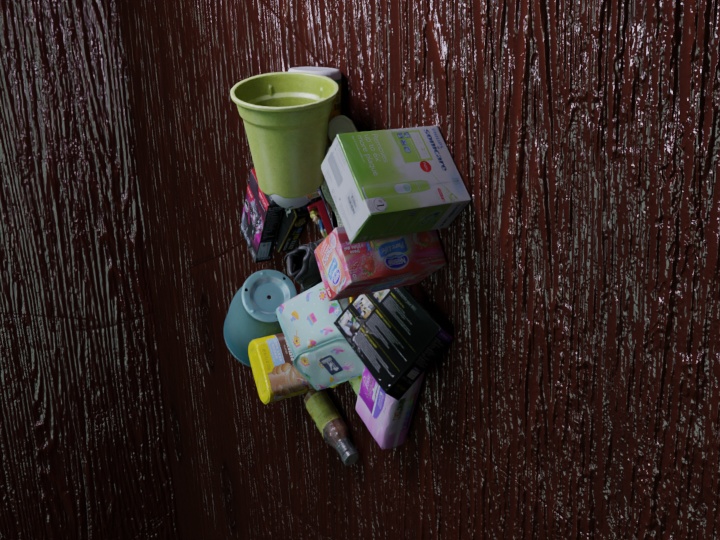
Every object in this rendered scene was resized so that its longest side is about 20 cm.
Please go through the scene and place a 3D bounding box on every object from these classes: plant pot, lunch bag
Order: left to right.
[{"bbox_3d":[-0.224,0.104,1.639,0.204,0.195,0.189,66,156,23],"label":"plant pot"},{"bbox_3d":[-0.134,-0.246,1.278,0.200,0.196,0.189,41,142,47],"label":"plant pot"},{"bbox_3d":[-0.063,0.136,1.430,0.168,0.121,0.205,-25,80,30],"label":"lunch bag"}]

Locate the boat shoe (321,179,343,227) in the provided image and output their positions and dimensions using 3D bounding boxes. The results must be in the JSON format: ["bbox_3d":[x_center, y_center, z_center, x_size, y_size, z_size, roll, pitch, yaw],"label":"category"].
[{"bbox_3d":[-0.014,-0.098,1.328,0.074,0.062,0.204,-32,69,19],"label":"boat shoe"}]

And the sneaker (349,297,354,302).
[{"bbox_3d":[0.000,0.000,1.351,0.073,0.075,0.207,-17,74,61],"label":"sneaker"}]

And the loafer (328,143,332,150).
[{"bbox_3d":[0.022,-0.174,1.235,0.197,0.075,0.070,28,123,33],"label":"loafer"}]

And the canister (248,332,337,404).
[{"bbox_3d":[-0.142,0.207,1.548,0.086,0.195,0.152,-41,64,57],"label":"canister"}]

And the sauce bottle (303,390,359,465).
[{"bbox_3d":[-0.067,0.363,1.598,0.201,0.064,0.067,53,141,43],"label":"sauce bottle"}]

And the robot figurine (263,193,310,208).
[{"bbox_3d":[-0.168,-0.235,1.543,0.152,0.122,0.203,94,152,-57],"label":"robot figurine"}]

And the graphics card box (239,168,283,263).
[{"bbox_3d":[-0.244,-0.134,1.685,0.127,0.050,0.203,60,147,32],"label":"graphics card box"}]

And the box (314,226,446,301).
[{"bbox_3d":[0.033,-0.023,1.165,0.102,0.195,0.097,-37,67,56],"label":"box"}]

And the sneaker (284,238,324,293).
[{"bbox_3d":[-0.130,0.007,1.557,0.078,0.111,0.201,64,149,27],"label":"sneaker"}]

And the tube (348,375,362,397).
[{"bbox_3d":[-0.022,0.197,1.488,0.202,0.051,0.058,57,177,30],"label":"tube"}]

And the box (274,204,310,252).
[{"bbox_3d":[-0.194,-0.175,1.680,0.160,0.048,0.204,-52,54,51],"label":"box"}]

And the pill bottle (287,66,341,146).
[{"bbox_3d":[-0.094,-0.303,1.397,0.112,0.110,0.206,30,124,53],"label":"pill bottle"}]

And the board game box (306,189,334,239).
[{"bbox_3d":[-0.077,-0.094,1.412,0.202,0.038,0.161,-111,2,-52],"label":"board game box"}]

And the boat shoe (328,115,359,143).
[{"bbox_3d":[0.000,-0.199,1.315,0.071,0.060,0.206,-26,78,13],"label":"boat shoe"}]

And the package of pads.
[{"bbox_3d":[0.054,0.231,1.331,0.121,0.074,0.205,46,137,43],"label":"package of pads"}]

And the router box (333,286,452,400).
[{"bbox_3d":[0.054,0.108,1.240,0.150,0.051,0.200,-48,47,7],"label":"router box"}]

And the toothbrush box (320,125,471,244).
[{"bbox_3d":[0.055,-0.140,1.090,0.086,0.195,0.149,-49,57,52],"label":"toothbrush box"}]
